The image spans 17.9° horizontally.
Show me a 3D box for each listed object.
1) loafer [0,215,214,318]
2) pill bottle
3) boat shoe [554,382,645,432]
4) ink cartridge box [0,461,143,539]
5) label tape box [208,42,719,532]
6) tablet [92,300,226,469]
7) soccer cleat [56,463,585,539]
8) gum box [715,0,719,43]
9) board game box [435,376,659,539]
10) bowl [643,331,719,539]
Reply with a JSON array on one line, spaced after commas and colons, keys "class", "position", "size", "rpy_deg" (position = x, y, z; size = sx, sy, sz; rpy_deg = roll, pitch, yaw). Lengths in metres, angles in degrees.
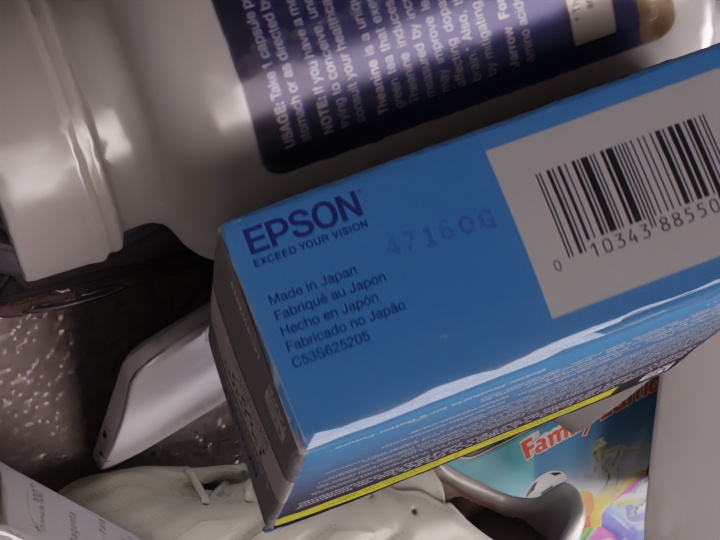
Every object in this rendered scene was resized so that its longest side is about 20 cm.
[{"class": "loafer", "position": [-0.039, -0.039, 0.721], "size": [0.199, 0.072, 0.063], "rpy_deg": [-20, 155, -23]}, {"class": "pill bottle", "position": [-0.012, -0.069, 0.633], "size": [0.199, 0.111, 0.111], "rpy_deg": [-20, 133, -9]}, {"class": "boat shoe", "position": [0.102, -0.021, 0.749], "size": [0.063, 0.071, 0.200], "rpy_deg": [34, 127, -11]}, {"class": "ink cartridge box", "position": [-0.169, 0.142, 0.727], "size": [0.173, 0.044, 0.200], "rpy_deg": [32, 108, -24]}, {"class": "label tape box", "position": [0.031, 0.014, 0.652], "size": [0.142, 0.067, 0.200], "rpy_deg": [-21, 172, -9]}, {"class": "tablet", "position": [0.000, 0.000, 0.762], "size": [0.199, 0.014, 0.130], "rpy_deg": [-31, 170, -19]}, {"class": "soccer cleat", "position": [-0.014, 0.088, 0.801], "size": [0.199, 0.069, 0.078], "rpy_deg": [12, 121, -27]}, {"class": "gum box", "position": [0.139, -0.156, 0.776], "size": [0.200, 0.066, 0.114], "rpy_deg": [-41, 138, -9]}, {"class": "board game box", "position": [0.080, 0.079, 0.916], "size": [0.150, 0.047, 0.201], "rpy_deg": [-26, 134, -25]}, {"class": "bowl", "position": [0.189, 0.011, 0.888], "size": [0.200, 0.074, 0.201], "rpy_deg": [-39, 141, -49]}]
